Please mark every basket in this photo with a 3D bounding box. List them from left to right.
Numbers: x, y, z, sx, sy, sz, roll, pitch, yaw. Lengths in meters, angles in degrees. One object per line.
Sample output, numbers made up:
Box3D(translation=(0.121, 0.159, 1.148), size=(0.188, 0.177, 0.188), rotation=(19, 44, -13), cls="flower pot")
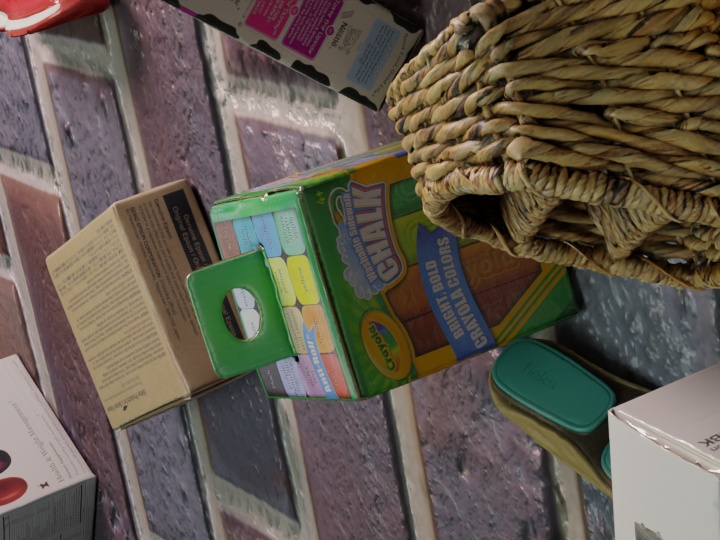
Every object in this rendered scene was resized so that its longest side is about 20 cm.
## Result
Box3D(translation=(0.100, -0.045, 0.858), size=(0.200, 0.142, 0.150), rotation=(121, 127, -83), cls="basket")

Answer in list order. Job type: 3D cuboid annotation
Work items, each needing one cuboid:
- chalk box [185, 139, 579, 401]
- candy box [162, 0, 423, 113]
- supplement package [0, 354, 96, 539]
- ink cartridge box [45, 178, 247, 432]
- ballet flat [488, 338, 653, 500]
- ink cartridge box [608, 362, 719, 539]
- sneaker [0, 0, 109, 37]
Box3D(translation=(0.000, 0.000, 1.059), size=(0.124, 0.199, 0.125), rotation=(-5, 104, 61), cls="chalk box")
Box3D(translation=(-0.078, -0.174, 1.094), size=(0.136, 0.200, 0.061), rotation=(36, 100, 47), cls="candy box")
Box3D(translation=(-0.410, 0.228, 1.942), size=(0.191, 0.199, 0.147), rotation=(50, 146, 32), cls="supplement package")
Box3D(translation=(-0.174, 0.033, 1.525), size=(0.200, 0.075, 0.165), rotation=(-26, 87, 61), cls="ink cartridge box")
Box3D(translation=(0.150, 0.097, 1.025), size=(0.200, 0.069, 0.063), rotation=(38, 167, 49), cls="ballet flat")
Box3D(translation=(0.198, 0.140, 0.859), size=(0.083, 0.146, 0.201), rotation=(29, 132, 53), cls="ink cartridge box")
Box3D(translation=(-0.275, -0.256, 1.512), size=(0.200, 0.078, 0.116), rotation=(7, 116, 58), cls="sneaker")
